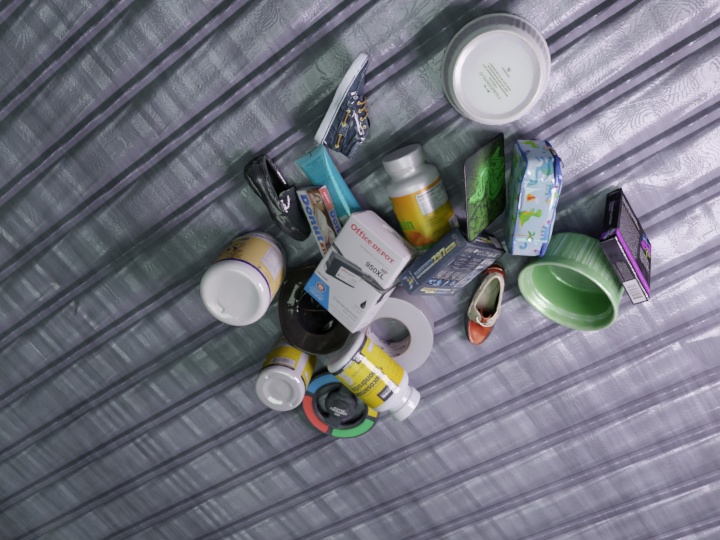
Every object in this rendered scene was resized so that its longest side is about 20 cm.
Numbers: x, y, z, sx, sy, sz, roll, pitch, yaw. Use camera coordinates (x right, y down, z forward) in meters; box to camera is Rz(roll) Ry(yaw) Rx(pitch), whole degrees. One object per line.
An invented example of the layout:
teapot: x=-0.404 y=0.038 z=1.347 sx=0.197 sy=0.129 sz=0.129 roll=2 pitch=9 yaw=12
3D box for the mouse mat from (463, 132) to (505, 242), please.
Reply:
mouse mat: x=0.238 y=-0.159 z=1.201 sx=0.007 sy=0.200 sz=0.162 roll=7 pitch=118 yaw=30

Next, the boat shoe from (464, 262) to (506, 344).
boat shoe: x=0.270 y=0.082 z=1.379 sx=0.071 sy=0.063 sz=0.201 roll=12 pitch=118 yaw=2

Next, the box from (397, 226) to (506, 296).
box: x=0.187 y=-0.012 z=1.279 sx=0.158 sy=0.199 sz=0.051 roll=-44 pitch=65 yaw=25

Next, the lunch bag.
lunch bag: x=0.323 y=-0.141 z=1.212 sx=0.082 sy=0.161 sz=0.201 roll=3 pitch=118 yaw=3

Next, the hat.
hat: x=-0.090 y=0.085 z=1.425 sx=0.199 sy=0.081 sz=0.202 roll=0 pitch=90 yaw=14

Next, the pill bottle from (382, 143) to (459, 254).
pill bottle: x=0.117 y=-0.143 z=1.271 sx=0.110 sy=0.111 sz=0.201 roll=-18 pitch=111 yaw=17

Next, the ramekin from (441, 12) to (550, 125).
ramekin: x=0.246 y=-0.358 z=1.157 sx=0.201 sy=0.094 sz=0.204 roll=4 pitch=115 yaw=7

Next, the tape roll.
tape roll: x=0.066 y=0.135 z=1.437 sx=0.199 sy=0.066 sz=0.202 roll=3 pitch=115 yaw=7

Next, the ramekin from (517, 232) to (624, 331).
ramekin: x=0.422 y=0.019 z=1.257 sx=0.199 sy=0.098 sz=0.200 roll=29 pitch=153 yaw=16

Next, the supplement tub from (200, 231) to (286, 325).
supplement tub: x=-0.240 y=0.010 z=1.355 sx=0.144 sy=0.200 sz=0.146 roll=4 pitch=116 yaw=7

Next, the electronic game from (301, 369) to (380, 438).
electronic game: x=-0.049 y=0.328 z=1.561 sx=0.198 sy=0.042 sz=0.201 roll=4 pitch=116 yaw=8

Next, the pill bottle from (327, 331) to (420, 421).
pill bottle: x=0.033 y=0.235 z=1.391 sx=0.200 sy=0.112 sz=0.112 roll=42 pitch=115 yaw=-11

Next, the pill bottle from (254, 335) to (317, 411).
pill bottle: x=-0.159 y=0.214 z=1.437 sx=0.110 sy=0.200 sz=0.112 roll=4 pitch=116 yaw=8

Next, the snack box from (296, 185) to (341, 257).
snack box: x=-0.071 y=-0.085 z=1.359 sx=0.072 sy=0.024 sz=0.201 roll=3 pitch=123 yaw=43

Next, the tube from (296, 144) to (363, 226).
tube: x=-0.051 y=-0.161 z=1.330 sx=0.077 sy=0.050 sz=0.201 roll=-29 pitch=103 yaw=26

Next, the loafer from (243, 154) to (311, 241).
loafer: x=-0.165 y=-0.151 z=1.339 sx=0.070 sy=0.068 sz=0.201 roll=-28 pitch=104 yaw=31

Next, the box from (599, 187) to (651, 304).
box: x=0.503 y=-0.050 z=1.201 sx=0.036 sy=0.200 sz=0.143 roll=-22 pitch=110 yaw=37

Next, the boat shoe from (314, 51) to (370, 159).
boat shoe: x=-0.010 y=-0.317 z=1.239 sx=0.090 sy=0.071 sz=0.201 roll=28 pitch=123 yaw=-5

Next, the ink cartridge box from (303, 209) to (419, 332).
ink cartridge box: x=0.000 y=0.000 z=1.289 sx=0.144 sy=0.084 sz=0.201 roll=40 pitch=115 yaw=14
